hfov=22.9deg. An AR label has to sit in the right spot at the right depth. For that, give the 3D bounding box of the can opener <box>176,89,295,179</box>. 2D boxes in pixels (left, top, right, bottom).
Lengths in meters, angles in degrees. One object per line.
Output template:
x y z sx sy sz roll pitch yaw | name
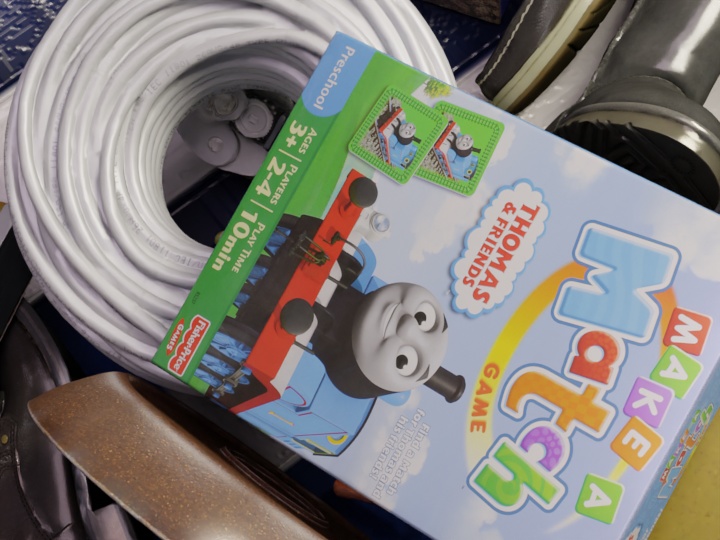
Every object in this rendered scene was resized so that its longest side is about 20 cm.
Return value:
-0.024 -0.133 0.825 0.052 0.066 0.201 32 112 5 | can opener

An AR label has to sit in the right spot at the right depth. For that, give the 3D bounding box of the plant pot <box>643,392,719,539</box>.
0.176 0.101 0.697 0.199 0.196 0.195 -23 67 4 | plant pot

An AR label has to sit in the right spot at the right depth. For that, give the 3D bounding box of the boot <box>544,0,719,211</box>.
0.158 -0.113 0.801 0.073 0.182 0.200 44 77 -15 | boot

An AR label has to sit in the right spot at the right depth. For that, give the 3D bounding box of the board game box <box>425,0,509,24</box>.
0.033 -0.253 0.900 0.158 0.097 0.201 20 72 14 | board game box

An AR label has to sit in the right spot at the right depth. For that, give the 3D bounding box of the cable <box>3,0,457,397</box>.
-0.051 -0.046 0.762 0.199 0.069 0.201 24 87 10 | cable

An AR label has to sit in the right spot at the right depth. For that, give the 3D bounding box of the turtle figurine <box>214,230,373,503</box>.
0.000 0.000 0.819 0.200 0.064 0.161 40 77 19 | turtle figurine

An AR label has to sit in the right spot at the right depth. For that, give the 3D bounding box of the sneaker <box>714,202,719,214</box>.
0.188 -0.034 0.744 0.075 0.200 0.081 42 85 12 | sneaker

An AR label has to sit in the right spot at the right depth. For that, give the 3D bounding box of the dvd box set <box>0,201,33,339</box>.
-0.252 0.022 0.823 0.199 0.029 0.147 13 69 33 | dvd box set

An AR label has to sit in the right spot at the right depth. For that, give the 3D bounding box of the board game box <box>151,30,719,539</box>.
0.037 0.017 0.663 0.199 0.037 0.152 28 88 26 | board game box

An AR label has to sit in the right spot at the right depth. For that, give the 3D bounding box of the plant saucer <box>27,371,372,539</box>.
-0.042 0.099 0.709 0.200 0.200 0.035 36 87 18 | plant saucer

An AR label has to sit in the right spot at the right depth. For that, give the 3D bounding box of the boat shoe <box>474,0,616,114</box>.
0.108 -0.168 0.836 0.066 0.072 0.201 36 109 5 | boat shoe

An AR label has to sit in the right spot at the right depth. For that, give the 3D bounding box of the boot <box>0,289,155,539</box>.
-0.191 0.116 0.793 0.173 0.069 0.201 -25 67 -3 | boot
